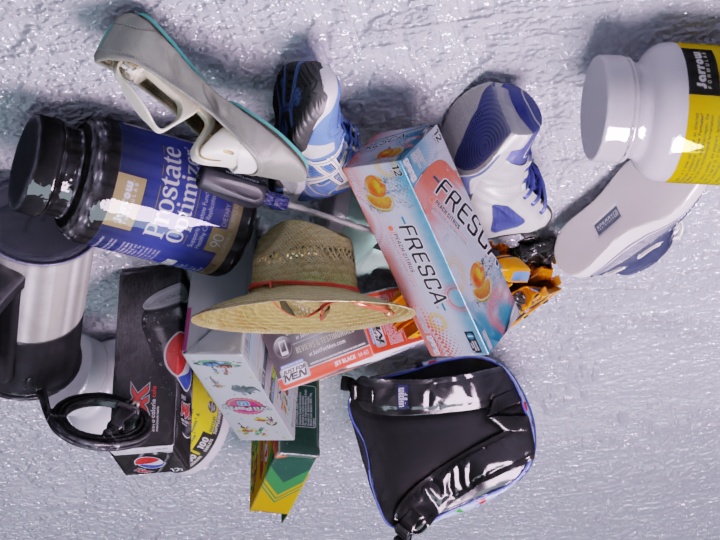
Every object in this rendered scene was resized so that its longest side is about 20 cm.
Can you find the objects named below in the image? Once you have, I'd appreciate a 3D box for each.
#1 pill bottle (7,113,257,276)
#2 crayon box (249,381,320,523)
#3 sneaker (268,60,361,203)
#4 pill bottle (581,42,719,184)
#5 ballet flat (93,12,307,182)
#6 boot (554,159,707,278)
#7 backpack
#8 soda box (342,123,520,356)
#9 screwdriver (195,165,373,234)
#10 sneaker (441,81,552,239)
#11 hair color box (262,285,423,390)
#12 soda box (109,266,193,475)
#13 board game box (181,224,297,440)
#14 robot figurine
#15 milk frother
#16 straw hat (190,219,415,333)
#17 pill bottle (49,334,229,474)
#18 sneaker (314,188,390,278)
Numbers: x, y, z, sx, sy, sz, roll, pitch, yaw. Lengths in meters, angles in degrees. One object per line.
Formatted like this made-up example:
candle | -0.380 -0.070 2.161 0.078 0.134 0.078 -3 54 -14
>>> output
pill bottle | -0.198 -0.069 1.391 0.199 0.112 0.112 14 146 -26
crayon box | -0.091 0.195 1.826 0.050 0.128 0.200 6 148 -12
sneaker | -0.035 -0.119 1.364 0.077 0.076 0.200 -3 160 -10
pill bottle | 0.287 -0.127 1.302 0.199 0.113 0.113 2 149 -7
ballet flat | -0.131 -0.122 1.285 0.200 0.064 0.067 42 159 -16
boot | 0.274 -0.057 1.495 0.090 0.073 0.200 0 154 -37
backpack | 0.100 0.183 1.768 0.190 0.201 0.154 -18 177 13
soda box | 0.063 -0.024 1.375 0.068 0.064 0.201 -4 122 41
screwdriver | -0.047 -0.052 1.378 0.199 0.028 0.029 18 -176 -15
sneaker | 0.126 -0.089 1.420 0.115 0.081 0.200 -1 148 -25
hair color box | 0.004 0.060 1.575 0.111 0.064 0.200 -22 174 28
soda box | -0.204 0.098 1.583 0.070 0.201 0.063 -6 150 7
board game box | -0.111 0.062 1.577 0.064 0.148 0.200 -3 150 14
robot figurine | 0.118 0.020 1.546 0.145 0.058 0.199 -40 157 32
milk frother | -0.271 0.049 1.466 0.199 0.181 0.189 14 134 -4
straw hat | -0.049 0.001 1.390 0.200 0.086 0.201 -2 171 0
pill bottle | -0.246 0.143 1.744 0.112 0.113 0.200 -24 143 33
sneaker | 0.000 0.000 1.548 0.118 0.074 0.201 14 144 -13
